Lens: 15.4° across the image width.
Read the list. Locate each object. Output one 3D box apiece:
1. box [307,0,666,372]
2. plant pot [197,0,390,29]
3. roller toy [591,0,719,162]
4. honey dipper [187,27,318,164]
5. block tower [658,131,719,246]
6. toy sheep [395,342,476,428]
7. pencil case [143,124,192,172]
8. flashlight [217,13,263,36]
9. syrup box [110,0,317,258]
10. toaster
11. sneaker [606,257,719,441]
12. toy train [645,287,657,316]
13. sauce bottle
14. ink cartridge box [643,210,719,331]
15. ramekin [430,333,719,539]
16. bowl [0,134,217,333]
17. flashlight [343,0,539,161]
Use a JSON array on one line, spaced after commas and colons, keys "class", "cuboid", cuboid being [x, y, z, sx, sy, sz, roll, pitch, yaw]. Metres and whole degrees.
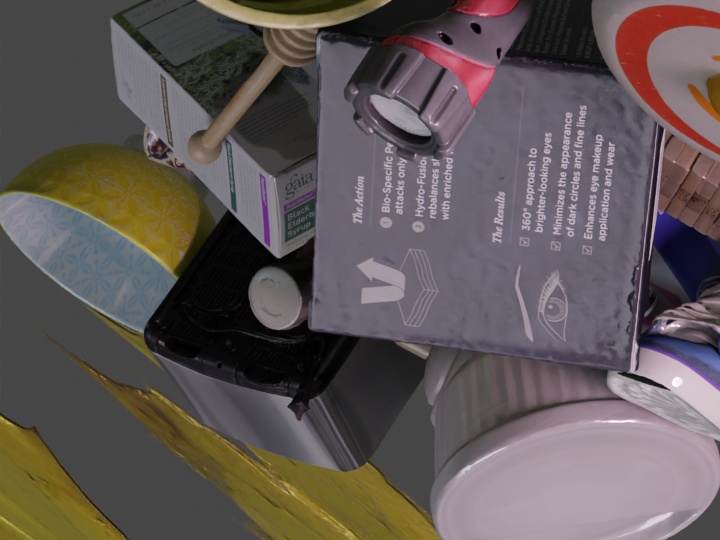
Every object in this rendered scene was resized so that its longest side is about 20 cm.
[{"class": "box", "cuboid": [0.077, -0.063, 1.555, 0.199, 0.118, 0.198, 7, 122, 7]}, {"class": "plant pot", "cuboid": [-0.062, -0.226, 1.500, 0.200, 0.201, 0.184, 37, 169, -13]}, {"class": "roller toy", "cuboid": [0.219, -0.132, 1.356, 0.199, 0.140, 0.182, 32, 159, -2]}, {"class": "honey dipper", "cuboid": [-0.063, -0.117, 1.656, 0.038, 0.038, 0.200, 34, 147, -6]}, {"class": "block tower", "cuboid": [0.161, -0.091, 1.634, 0.199, 0.058, 0.054, 32, 150, 5]}, {"class": "toy sheep", "cuboid": [0.117, 0.086, 1.960, 0.199, 0.138, 0.138, 28, 158, 11]}, {"class": "pencil case", "cuboid": [-0.065, -0.079, 1.939, 0.199, 0.078, 0.089, 27, 179, 12]}, {"class": "flashlight", "cuboid": [-0.023, -0.176, 1.683, 0.068, 0.068, 0.199, -2, -170, -42]}, {"class": "syrup box", "cuboid": [-0.081, -0.106, 1.795, 0.200, 0.079, 0.082, 45, 152, 33]}, {"class": "toaster", "cuboid": [-0.047, 0.044, 2.024, 0.180, 0.200, 0.119, 15, 149, 35]}, {"class": "sneaker", "cuboid": [0.226, 0.025, 1.666, 0.080, 0.147, 0.200, 18, 174, 29]}, {"class": "toy train", "cuboid": [0.113, -0.031, 1.687, 0.200, 0.042, 0.056, 43, 144, -17]}, {"class": "sauce bottle", "cuboid": [0.000, 0.000, 1.705, 0.064, 0.200, 0.065, 9, 106, 33]}, {"class": "ink cartridge box", "cuboid": [0.176, -0.025, 1.786, 0.199, 0.043, 0.197, 11, 150, 45]}, {"class": "ramekin", "cuboid": [0.140, 0.117, 1.815, 0.201, 0.095, 0.203, -6, 146, -4]}, {"class": "bowl", "cuboid": [-0.182, -0.044, 2.138, 0.199, 0.108, 0.200, 27, 159, 11]}, {"class": "flashlight", "cuboid": [0.067, -0.153, 1.434, 0.068, 0.200, 0.068, 30, 159, 3]}]
